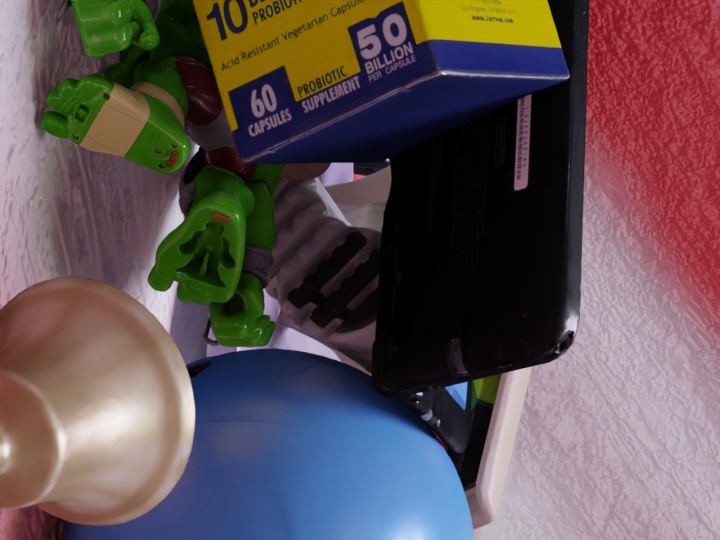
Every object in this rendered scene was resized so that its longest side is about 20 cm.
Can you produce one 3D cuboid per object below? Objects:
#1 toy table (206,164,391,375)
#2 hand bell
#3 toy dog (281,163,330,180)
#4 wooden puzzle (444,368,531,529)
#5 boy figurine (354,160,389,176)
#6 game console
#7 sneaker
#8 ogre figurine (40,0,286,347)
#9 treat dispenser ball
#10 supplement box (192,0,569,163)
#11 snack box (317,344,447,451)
[{"bbox_3d":[0.000,0.000,1.400,0.184,0.117,0.201,20,78,-67],"label":"toy table"},{"bbox_3d":[-0.154,0.072,0.938,0.200,0.104,0.105,-24,125,-63],"label":"hand bell"},{"bbox_3d":[-0.062,-0.142,1.234,0.132,0.096,0.201,-52,138,-57],"label":"toy dog"},{"bbox_3d":[0.061,0.080,1.558,0.200,0.037,0.186,136,-29,-66],"label":"wooden puzzle"},{"bbox_3d":[0.020,-0.165,1.680,0.124,0.064,0.201,40,60,-79],"label":"boy figurine"},{"bbox_3d":[0.071,-0.032,1.168,0.116,0.176,0.201,17,67,-38],"label":"game console"},{"bbox_3d":[-0.028,-0.007,1.282,0.075,0.200,0.081,-41,136,-1],"label":"sneaker"},{"bbox_3d":[-0.072,-0.071,1.121,0.200,0.098,0.120,48,37,-27],"label":"ogre figurine"},{"bbox_3d":[-0.045,0.138,1.219,0.201,0.200,0.202,10,90,-80],"label":"treat dispenser ball"},{"bbox_3d":[-0.008,-0.157,1.073,0.109,0.109,0.201,-4,74,-55],"label":"supplement box"},{"bbox_3d":[-0.029,0.127,1.475,0.053,0.142,0.201,-32,-141,59],"label":"snack box"}]
